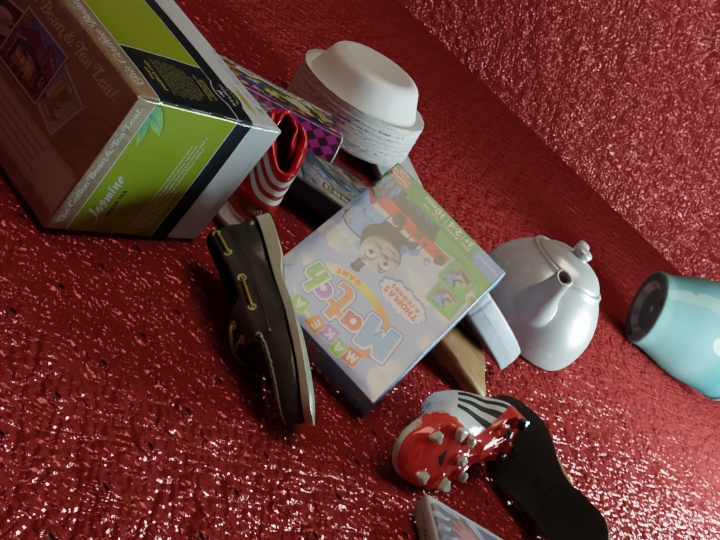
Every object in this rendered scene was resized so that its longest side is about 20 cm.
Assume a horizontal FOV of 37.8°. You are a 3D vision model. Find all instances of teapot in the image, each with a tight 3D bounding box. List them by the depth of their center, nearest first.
[{"bbox_3d":[0.252,0.023,1.404,0.196,0.146,0.201,28,23,-36],"label":"teapot"}]

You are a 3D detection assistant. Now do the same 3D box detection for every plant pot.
[{"bbox_3d":[0.578,0.100,1.848,0.185,0.202,0.201,22,23,-10],"label":"plant pot"}]

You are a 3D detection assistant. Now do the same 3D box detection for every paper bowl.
[{"bbox_3d":[0.002,-0.248,1.490,0.198,0.105,0.202,26,26,-14],"label":"paper bowl"}]

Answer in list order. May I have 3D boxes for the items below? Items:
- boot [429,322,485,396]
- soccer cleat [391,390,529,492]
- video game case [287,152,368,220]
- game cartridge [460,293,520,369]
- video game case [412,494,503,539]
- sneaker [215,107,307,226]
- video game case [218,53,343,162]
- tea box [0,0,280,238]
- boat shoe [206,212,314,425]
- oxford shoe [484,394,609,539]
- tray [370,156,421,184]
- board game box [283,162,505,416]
[{"bbox_3d":[0.062,0.069,1.088,0.201,0.068,0.189,52,14,-23],"label":"boot"},{"bbox_3d":[0.075,0.144,0.940,0.084,0.070,0.198,26,17,33],"label":"soccer cleat"},{"bbox_3d":[-0.030,-0.094,1.245,0.199,0.026,0.181,34,16,-24],"label":"video game case"},{"bbox_3d":[0.118,0.031,1.180,0.134,0.041,0.200,56,2,37],"label":"game cartridge"},{"bbox_3d":[0.131,0.284,0.816,0.199,0.023,0.183,34,21,-25],"label":"video game case"},{"bbox_3d":[-0.101,-0.125,1.056,0.078,0.116,0.201,26,26,-37],"label":"sneaker"},{"bbox_3d":[-0.117,-0.196,1.197,0.198,0.036,0.182,27,13,-11],"label":"video game case"},{"bbox_3d":[-0.207,-0.145,0.864,0.201,0.134,0.196,50,20,21],"label":"tea box"},{"bbox_3d":[-0.081,0.042,0.845,0.072,0.059,0.203,89,-13,-50],"label":"boat shoe"},{"bbox_3d":[0.171,0.208,1.015,0.201,0.071,0.072,60,-2,39],"label":"oxford shoe"},{"bbox_3d":[0.049,-0.136,1.516,0.107,0.022,0.201,32,22,-31],"label":"tray"},{"bbox_3d":[0.019,0.012,0.965,0.151,0.037,0.200,45,59,7],"label":"board game box"}]
